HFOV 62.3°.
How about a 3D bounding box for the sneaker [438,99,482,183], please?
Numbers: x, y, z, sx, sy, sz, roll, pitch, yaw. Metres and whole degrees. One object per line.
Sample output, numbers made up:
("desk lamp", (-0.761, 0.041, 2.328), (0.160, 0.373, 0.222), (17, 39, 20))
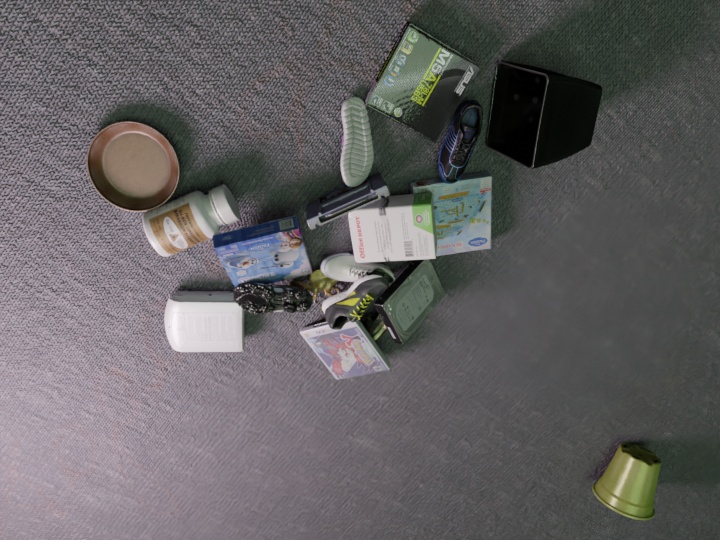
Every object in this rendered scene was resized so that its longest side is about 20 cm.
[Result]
("sneaker", (0.234, -0.297, 1.390), (0.070, 0.078, 0.200), (10, 105, -9))

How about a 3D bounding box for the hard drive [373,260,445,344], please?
("hard drive", (0.132, 0.074, 1.543), (0.200, 0.038, 0.140), (-45, 123, -29))

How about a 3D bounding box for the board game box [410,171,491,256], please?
("board game box", (0.230, -0.138, 1.509), (0.199, 0.041, 0.200), (-8, 118, -4))

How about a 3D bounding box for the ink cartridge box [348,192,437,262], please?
("ink cartridge box", (0.081, -0.103, 1.453), (0.199, 0.084, 0.146), (-2, 118, 11))

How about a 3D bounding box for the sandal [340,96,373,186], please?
("sandal", (-0.013, -0.298, 1.387), (0.082, 0.050, 0.203), (-4, 106, -23))

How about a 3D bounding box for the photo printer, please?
("photo printer", (-0.399, 0.132, 1.534), (0.199, 0.069, 0.167), (0, 117, -9))

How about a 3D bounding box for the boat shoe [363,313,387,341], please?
("boat shoe", (0.044, 0.144, 1.617), (0.065, 0.073, 0.200), (45, 112, -1))

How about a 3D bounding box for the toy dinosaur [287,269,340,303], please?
("toy dinosaur", (-0.085, 0.037, 1.542), (0.200, 0.058, 0.101), (-18, 117, 1))

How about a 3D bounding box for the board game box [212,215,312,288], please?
("board game box", (-0.230, -0.036, 1.439), (0.199, 0.043, 0.199), (-14, 149, -2))

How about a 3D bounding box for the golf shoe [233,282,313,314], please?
("golf shoe", (-0.218, 0.071, 1.499), (0.199, 0.094, 0.078), (8, 95, 3))

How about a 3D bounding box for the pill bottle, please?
("pill bottle", (-0.387, -0.120, 1.380), (0.200, 0.114, 0.115), (-23, 118, 3))

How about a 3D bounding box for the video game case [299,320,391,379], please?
("video game case", (-0.041, 0.213, 1.617), (0.182, 0.023, 0.200), (-17, 123, 31))

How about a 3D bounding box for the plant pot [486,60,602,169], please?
("plant pot", (0.422, -0.358, 1.348), (0.177, 0.200, 0.200), (-7, 119, -17))

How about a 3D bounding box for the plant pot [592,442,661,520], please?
("plant pot", (0.898, 0.683, 1.974), (0.200, 0.200, 0.185), (9, 104, -14))

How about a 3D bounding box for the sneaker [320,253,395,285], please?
("sneaker", (0.000, 0.000, 1.508), (0.200, 0.071, 0.073), (6, 100, -25))

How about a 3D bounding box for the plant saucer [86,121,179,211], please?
("plant saucer", (-0.505, -0.233, 1.335), (0.200, 0.037, 0.201), (-2, 109, -5))

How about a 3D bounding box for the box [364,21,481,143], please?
("box", (0.138, -0.420, 1.345), (0.193, 0.048, 0.200), (25, 111, -18))

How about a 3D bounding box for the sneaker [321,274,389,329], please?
("sneaker", (-0.005, 0.084, 1.481), (0.200, 0.085, 0.074), (-32, 141, 25))

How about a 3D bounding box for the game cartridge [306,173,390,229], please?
("game cartridge", (-0.034, -0.167, 1.402), (0.200, 0.130, 0.038), (-24, 116, 3))
